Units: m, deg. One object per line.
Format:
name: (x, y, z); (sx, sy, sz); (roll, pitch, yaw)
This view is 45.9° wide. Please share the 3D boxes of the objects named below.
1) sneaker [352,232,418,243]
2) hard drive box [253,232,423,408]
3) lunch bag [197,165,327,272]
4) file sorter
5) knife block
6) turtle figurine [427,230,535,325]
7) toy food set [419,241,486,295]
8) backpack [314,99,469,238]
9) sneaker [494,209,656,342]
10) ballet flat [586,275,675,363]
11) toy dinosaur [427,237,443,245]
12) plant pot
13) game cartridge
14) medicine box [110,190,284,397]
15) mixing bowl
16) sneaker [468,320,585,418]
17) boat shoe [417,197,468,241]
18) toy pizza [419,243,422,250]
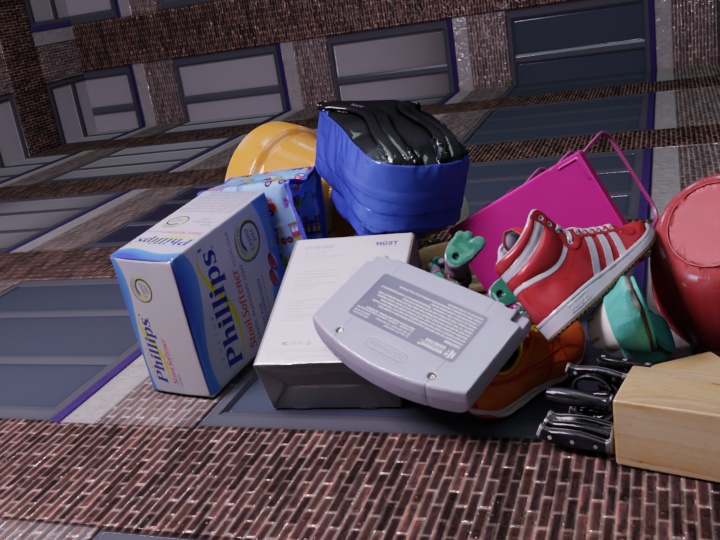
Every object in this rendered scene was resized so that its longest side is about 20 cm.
sneaker: (0.000, 0.000, 1.145); (0.201, 0.078, 0.070); (-51, 6, -37)
hard drive box: (-0.017, 0.054, 0.972); (0.153, 0.078, 0.202); (-3, 43, 18)
lunch bag: (-0.117, -0.028, 1.166); (0.148, 0.204, 0.094); (-4, 17, 28)
file sorter: (0.240, -0.055, 1.036); (0.199, 0.140, 0.125); (-31, 5, 40)
knife block: (0.255, 0.135, 0.735); (0.172, 0.065, 0.200); (-13, 20, -9)
turtle figurine: (0.132, 0.040, 0.965); (0.148, 0.201, 0.102); (24, 70, 11)
toy food set: (0.143, 0.004, 1.187); (0.197, 0.050, 0.197); (6, 24, 40)
backpack: (0.047, -0.118, 1.074); (0.160, 0.171, 0.200); (-12, 30, -21)
sneaker: (0.216, -0.025, 0.866); (0.199, 0.113, 0.071); (-35, -12, -36)
ballet flat: (0.263, 0.060, 0.845); (0.069, 0.069, 0.199); (-21, -24, 21)
toy dinosaur: (0.190, -0.052, 1.308); (0.100, 0.059, 0.199); (-28, 5, -36)
plant pot: (-0.071, -0.108, 1.264); (0.181, 0.204, 0.199); (17, 31, 39)
game cartridge: (0.053, 0.061, 0.853); (0.198, 0.042, 0.133); (24, 58, 35)
medicine box: (-0.188, 0.023, 1.058); (0.101, 0.185, 0.200); (2, 28, 28)
mixing bowl: (0.385, -0.026, 0.889); (0.198, 0.108, 0.204); (-21, 53, 30)
sneaker: (0.179, 0.085, 0.897); (0.072, 0.079, 0.199); (5, 22, 41)
boat shoe: (0.096, -0.085, 1.322); (0.060, 0.073, 0.200); (-28, -6, 42)
toy pizza: (0.001, -0.012, 1.318); (0.196, 0.032, 0.200); (-11, 12, 2)
